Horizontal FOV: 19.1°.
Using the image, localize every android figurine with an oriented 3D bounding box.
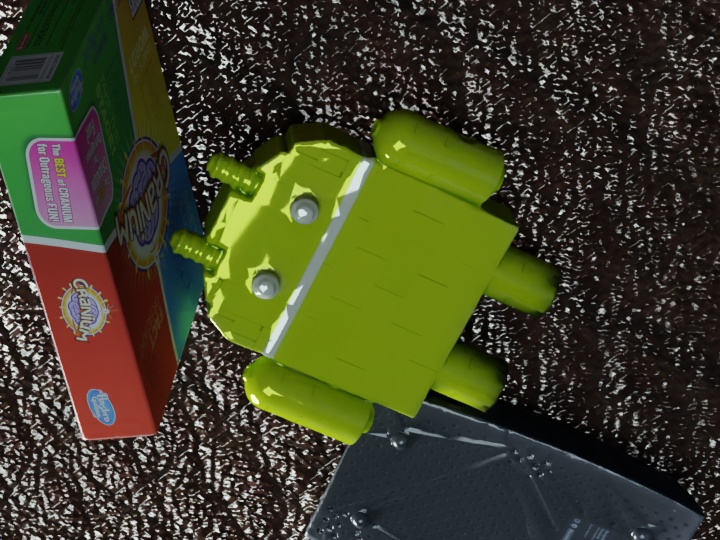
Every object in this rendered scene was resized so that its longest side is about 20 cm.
[{"bbox_3d":[0.000,0.000,1.124,0.199,0.041,0.182,25,108,-17],"label":"android figurine"}]

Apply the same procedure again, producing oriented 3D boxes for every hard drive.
[{"bbox_3d":[0.082,0.137,1.230,0.199,0.042,0.135,21,125,-5],"label":"hard drive"}]

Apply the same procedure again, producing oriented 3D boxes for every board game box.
[{"bbox_3d":[-0.127,-0.041,1.075,0.040,0.153,0.201,-4,125,11],"label":"board game box"}]
